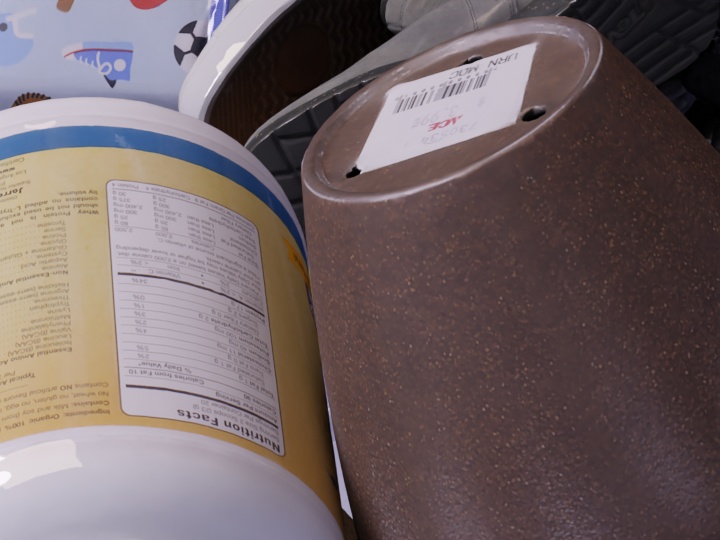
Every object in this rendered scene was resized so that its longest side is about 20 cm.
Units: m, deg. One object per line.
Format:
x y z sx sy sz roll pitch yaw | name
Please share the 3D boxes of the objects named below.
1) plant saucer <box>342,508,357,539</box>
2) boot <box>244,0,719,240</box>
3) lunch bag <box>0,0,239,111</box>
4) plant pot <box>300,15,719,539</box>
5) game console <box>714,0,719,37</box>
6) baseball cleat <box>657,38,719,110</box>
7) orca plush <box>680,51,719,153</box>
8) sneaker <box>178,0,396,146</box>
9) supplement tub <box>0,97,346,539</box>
-0.088 0.125 0.891 0.199 0.036 0.201 -9 46 9 | plant saucer
0.033 -0.080 1.057 0.199 0.068 0.131 -28 25 -8 | boot
-0.119 -0.087 1.241 0.169 0.125 0.200 1 -12 7 | lunch bag
0.065 0.035 0.802 0.186 0.201 0.187 -22 24 11 | plant pot
0.104 -0.135 1.146 0.199 0.031 0.177 -16 38 36 | game console
0.082 -0.105 1.211 0.199 0.070 0.106 -7 28 38 | baseball cleat
0.125 -0.048 1.056 0.200 0.071 0.105 -40 27 -26 | orca plush
-0.018 -0.114 1.145 0.084 0.073 0.200 18 51 40 | sneaker
-0.079 0.062 0.820 0.144 0.145 0.201 -21 45 12 | supplement tub
